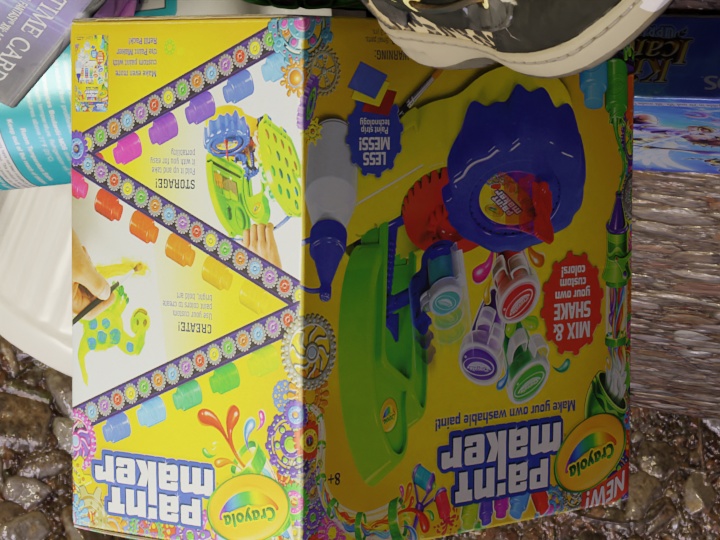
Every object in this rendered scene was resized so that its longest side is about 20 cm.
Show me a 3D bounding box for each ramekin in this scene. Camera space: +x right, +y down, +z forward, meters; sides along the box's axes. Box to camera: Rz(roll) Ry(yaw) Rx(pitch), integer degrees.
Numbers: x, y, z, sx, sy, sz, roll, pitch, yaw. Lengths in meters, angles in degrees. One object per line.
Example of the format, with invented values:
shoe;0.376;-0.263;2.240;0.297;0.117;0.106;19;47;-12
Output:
ramekin;-0.097;-0.024;1.307;0.202;0.094;0.203;14;-153;-7

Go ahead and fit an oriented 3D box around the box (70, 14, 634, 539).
box;0.000;0.000;0.997;0.122;0.193;0.200;4;-174;41

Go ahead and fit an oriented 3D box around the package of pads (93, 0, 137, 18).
package of pads;-0.199;-0.146;1.056;0.199;0.076;0.120;5;169;17

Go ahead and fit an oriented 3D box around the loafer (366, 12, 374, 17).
loafer;0.018;-0.091;1.193;0.070;0.068;0.200;3;-170;-25

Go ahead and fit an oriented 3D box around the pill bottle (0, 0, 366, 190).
pill bottle;-0.100;-0.096;1.139;0.199;0.111;0.111;-4;170;14

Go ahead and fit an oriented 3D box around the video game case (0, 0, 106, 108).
video game case;-0.188;-0.139;0.947;0.200;0.019;0.143;26;147;-18

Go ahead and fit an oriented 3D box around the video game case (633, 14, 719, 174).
video game case;0.161;-0.084;1.281;0.199;0.046;0.181;4;173;26

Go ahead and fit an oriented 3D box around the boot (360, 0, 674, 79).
boot;0.013;-0.130;0.778;0.150;0.073;0.200;37;169;-20

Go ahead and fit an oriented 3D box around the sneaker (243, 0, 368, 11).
sneaker;-0.001;-0.126;0.989;0.199;0.078;0.085;9;173;-18
